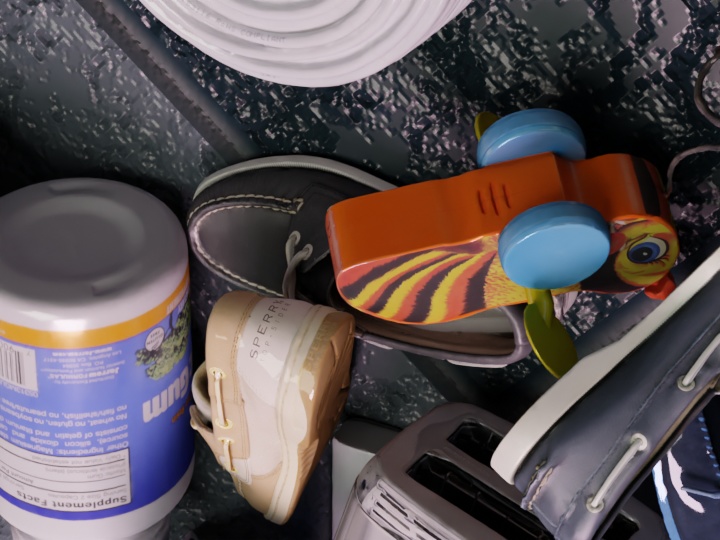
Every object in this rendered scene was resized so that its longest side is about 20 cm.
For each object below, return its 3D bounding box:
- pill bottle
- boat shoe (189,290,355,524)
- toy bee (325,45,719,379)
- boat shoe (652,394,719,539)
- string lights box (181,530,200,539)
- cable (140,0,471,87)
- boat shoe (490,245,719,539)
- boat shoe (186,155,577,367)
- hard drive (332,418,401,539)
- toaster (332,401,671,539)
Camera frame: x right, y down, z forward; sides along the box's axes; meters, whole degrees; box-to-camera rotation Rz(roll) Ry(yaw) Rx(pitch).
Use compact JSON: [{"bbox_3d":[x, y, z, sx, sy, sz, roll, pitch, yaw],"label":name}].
[{"bbox_3d":[-0.138,0.064,1.186,0.111,0.112,0.201,17,130,20],"label":"pill bottle"},{"bbox_3d":[-0.046,0.060,1.126,0.069,0.074,0.200,23,154,5],"label":"boat shoe"},{"bbox_3d":[0.092,-0.011,1.012,0.199,0.132,0.109,-1,149,23],"label":"toy bee"},{"bbox_3d":[0.185,0.112,1.070,0.068,0.084,0.200,-11,130,26],"label":"boat shoe"},{"bbox_3d":[-0.068,0.195,1.187,0.059,0.200,0.103,-45,93,-3],"label":"string lights box"},{"bbox_3d":[-0.031,-0.175,0.996,0.199,0.069,0.201,-12,113,38],"label":"cable"},{"bbox_3d":[0.144,0.034,0.974,0.062,0.200,0.075,48,172,16],"label":"boat shoe"},{"bbox_3d":[0.000,0.000,1.102,0.199,0.060,0.074,16,127,21],"label":"boat shoe"},{"bbox_3d":[0.047,0.178,1.211,0.131,0.027,0.201,15,126,21],"label":"hard drive"},{"bbox_3d":[0.058,0.152,1.097,0.199,0.113,0.130,32,127,22],"label":"toaster"}]
